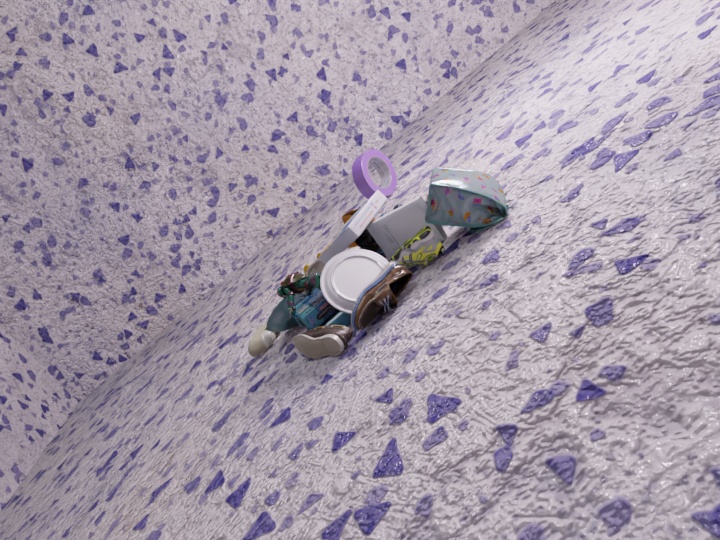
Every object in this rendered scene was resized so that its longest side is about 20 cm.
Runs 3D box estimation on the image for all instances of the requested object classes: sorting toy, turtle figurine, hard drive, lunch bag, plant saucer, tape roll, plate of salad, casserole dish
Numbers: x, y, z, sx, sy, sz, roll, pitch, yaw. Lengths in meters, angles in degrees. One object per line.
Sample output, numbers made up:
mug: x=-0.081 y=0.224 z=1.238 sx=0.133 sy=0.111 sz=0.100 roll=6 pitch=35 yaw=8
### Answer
sorting toy: x=-0.071 y=-0.022 z=1.790 sx=0.179 sy=0.108 sz=0.199 roll=-32 pitch=-3 yaw=-40
turtle figurine: x=-0.162 y=0.053 z=1.519 sx=0.198 sy=0.102 sz=0.150 roll=-24 pitch=18 yaw=34
hard drive: x=0.123 y=-0.107 z=1.534 sx=0.198 sy=0.133 sz=0.026 roll=-24 pitch=19 yaw=42
lunch bag: x=0.265 y=-0.177 z=1.401 sx=0.195 sy=0.124 sz=0.171 roll=8 pitch=26 yaw=6
plant saucer: x=-0.196 y=0.123 z=1.701 sx=0.200 sy=0.039 sz=0.202 roll=-41 pitch=-19 yaw=-17
tape roll: x=0.058 y=-0.391 z=2.317 sx=0.065 sy=0.201 sz=0.201 roll=-21 pitch=24 yaw=44
plate of salad: x=-0.006 y=0.031 z=1.442 sx=0.200 sy=0.198 sz=0.048 roll=-48 pitch=-23 yaw=-28
casserole dish: x=-0.069 y=0.129 z=1.510 sx=0.199 sy=0.039 sz=0.121 roll=-39 pitch=16 yaw=2

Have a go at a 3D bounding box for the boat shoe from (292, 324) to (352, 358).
boat shoe: x=-0.095 y=0.172 z=1.400 sx=0.198 sy=0.073 sz=0.059 roll=-13 pitch=23 yaw=50

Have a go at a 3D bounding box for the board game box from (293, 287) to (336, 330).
board game box: x=-0.111 y=0.091 z=1.556 sx=0.151 sy=0.047 sz=0.200 roll=-42 pitch=13 yaw=-12

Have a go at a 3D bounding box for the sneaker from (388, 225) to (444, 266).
sneaker: x=0.138 y=-0.039 z=1.435 sx=0.076 sy=0.076 sz=0.200 roll=-50 pitch=7 yaw=-27

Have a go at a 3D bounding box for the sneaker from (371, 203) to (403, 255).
sneaker: x=0.082 y=-0.127 z=1.745 sx=0.201 sy=0.096 sz=0.079 roll=-49 pitch=19 yaw=-27

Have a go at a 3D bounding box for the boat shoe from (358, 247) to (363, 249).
boat shoe: x=0.000 y=0.000 z=1.652 sx=0.073 sy=0.063 sz=0.201 roll=-34 pitch=17 yaw=17

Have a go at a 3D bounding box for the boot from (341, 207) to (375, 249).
boot: x=-0.024 y=-0.120 z=1.882 sx=0.199 sy=0.145 sz=0.071 roll=-31 pitch=17 yaw=28

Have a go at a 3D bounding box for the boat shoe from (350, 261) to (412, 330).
boat shoe: x=0.052 y=0.062 z=1.342 sx=0.072 sy=0.073 sz=0.201 roll=18 pitch=63 yaw=40

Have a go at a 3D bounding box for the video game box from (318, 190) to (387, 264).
video game box: x=-0.023 y=-0.122 z=1.634 sx=0.183 sy=0.047 sz=0.200 roll=-52 pitch=7 yaw=-39

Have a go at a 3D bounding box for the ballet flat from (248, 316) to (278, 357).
ballet flat: x=-0.288 y=0.196 z=1.787 sx=0.069 sy=0.070 sz=0.201 roll=-28 pitch=20 yaw=33

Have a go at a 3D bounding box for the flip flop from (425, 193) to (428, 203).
flip flop: x=0.204 y=-0.170 z=1.640 sx=0.058 sy=0.081 sz=0.201 roll=-50 pitch=9 yaw=26

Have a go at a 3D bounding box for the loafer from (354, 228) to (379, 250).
loafer: x=0.058 y=-0.101 z=1.656 sx=0.197 sy=0.063 sz=0.073 roll=5 pitch=72 yaw=35
